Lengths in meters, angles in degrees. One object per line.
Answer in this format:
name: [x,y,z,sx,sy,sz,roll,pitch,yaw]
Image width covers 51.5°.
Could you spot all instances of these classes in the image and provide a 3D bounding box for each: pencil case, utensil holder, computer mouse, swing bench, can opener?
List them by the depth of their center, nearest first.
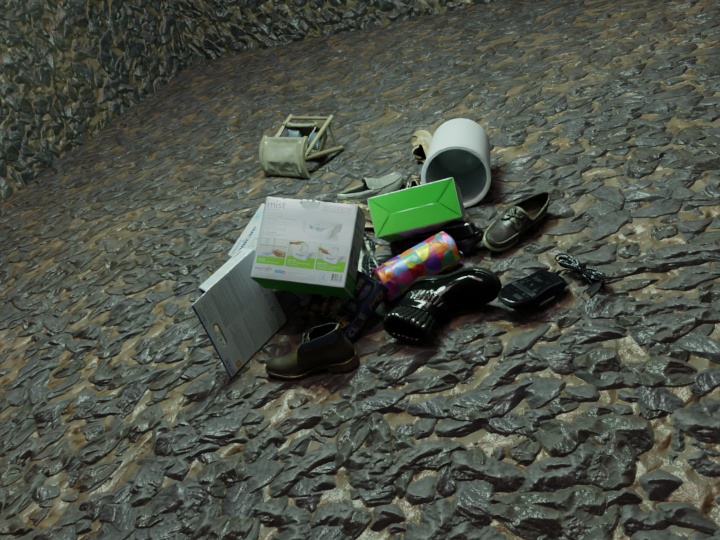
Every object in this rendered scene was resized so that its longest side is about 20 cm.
computer mouse: [0.371,0.044,1.429,0.199,0.046,0.140,-28,35,-23]
pencil case: [0.124,-0.007,1.610,0.199,0.089,0.088,-26,31,-10]
can opener: [0.192,-0.074,1.704,0.199,0.079,0.063,-7,22,45]
utensil holder: [0.248,-0.275,1.891,0.169,0.171,0.200,-10,29,17]
swing bench: [-0.198,-0.396,2.380,0.198,0.130,0.200,9,42,39]

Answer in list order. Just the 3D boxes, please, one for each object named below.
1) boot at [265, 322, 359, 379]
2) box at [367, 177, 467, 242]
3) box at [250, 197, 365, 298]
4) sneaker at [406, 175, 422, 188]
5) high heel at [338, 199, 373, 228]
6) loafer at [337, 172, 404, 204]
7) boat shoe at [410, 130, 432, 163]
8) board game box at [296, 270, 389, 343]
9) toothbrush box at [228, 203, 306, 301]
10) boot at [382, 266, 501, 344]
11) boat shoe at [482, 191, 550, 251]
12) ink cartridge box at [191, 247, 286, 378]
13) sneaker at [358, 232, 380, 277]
boot: [-0.108,0.154,1.473,0.199,0.097,0.075,-9,32,17]
box: [0.135,-0.137,1.722,0.199,0.097,0.176,-13,-5,11]
box: [-0.105,-0.049,1.535,0.199,0.097,0.177,5,75,13]
sneaker: [0.158,-0.214,1.931,0.070,0.076,0.200,-8,33,19]
high heel: [-0.012,-0.129,1.892,0.199,0.072,0.143,-12,24,-5]
loafer: [0.028,-0.221,2.023,0.200,0.070,0.070,-30,32,-16]
boat shoe: [0.179,-0.346,2.132,0.069,0.074,0.200,-19,30,-11]
board game box: [-0.042,0.058,1.597,0.136,0.035,0.200,-56,38,-6]
toothbrush box: [-0.177,-0.044,1.681,0.200,0.085,0.147,28,81,38]
boot: [0.161,0.072,1.461,0.210,0.080,0.158,-12,23,35]
boat shoe: [0.346,-0.116,1.653,0.073,0.065,0.200,40,60,19]
ink cartridge box: [-0.260,0.088,1.570,0.043,0.197,0.200,6,38,39]
sneaker: [0.000,0.000,1.702,0.086,0.077,0.200,-45,35,27]
